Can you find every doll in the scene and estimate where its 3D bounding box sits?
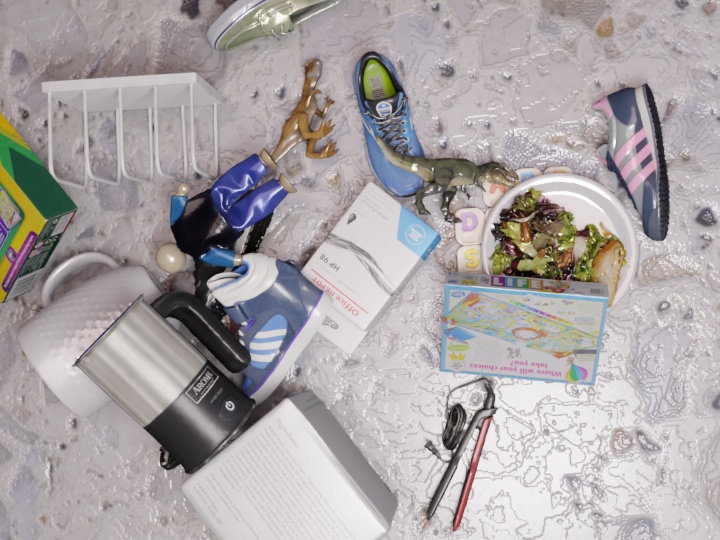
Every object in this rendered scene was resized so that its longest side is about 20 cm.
[{"bbox_3d":[-0.177,-0.063,1.334,0.200,0.048,0.137,-37,90,3],"label":"doll"}]

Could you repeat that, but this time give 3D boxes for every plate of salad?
[{"bbox_3d":[0.253,-0.025,1.334,0.199,0.048,0.201,0,89,6],"label":"plate of salad"}]

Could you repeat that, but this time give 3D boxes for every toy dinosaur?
[{"bbox_3d":[-0.086,-0.181,1.399,0.106,0.060,0.200,28,84,31],"label":"toy dinosaur"},{"bbox_3d":[0.103,-0.110,1.341,0.199,0.047,0.088,9,86,-22],"label":"toy dinosaur"}]

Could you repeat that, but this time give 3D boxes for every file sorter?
[{"bbox_3d":[-0.292,-0.178,1.371,0.199,0.139,0.125,-3,88,6],"label":"file sorter"}]

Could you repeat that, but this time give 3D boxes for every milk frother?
[{"bbox_3d":[-0.248,0.145,1.267,0.188,0.181,0.200,45,116,-8],"label":"milk frother"}]

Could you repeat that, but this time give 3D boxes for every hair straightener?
[{"bbox_3d":[0.120,0.228,1.348,0.077,0.041,0.201,18,94,7],"label":"hair straightener"}]

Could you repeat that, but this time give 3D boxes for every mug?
[{"bbox_3d":[-0.339,0.061,1.365,0.175,0.148,0.200,-37,64,-4],"label":"mug"}]

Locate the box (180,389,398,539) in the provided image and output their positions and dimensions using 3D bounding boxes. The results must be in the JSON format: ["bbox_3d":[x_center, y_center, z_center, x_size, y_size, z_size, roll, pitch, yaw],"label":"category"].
[{"bbox_3d":[-0.079,0.277,1.288,0.171,0.199,0.200,-38,84,2],"label":"box"}]

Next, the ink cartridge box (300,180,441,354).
[{"bbox_3d":[0.000,0.000,1.363,0.116,0.067,0.200,37,91,7],"label":"ink cartridge box"}]

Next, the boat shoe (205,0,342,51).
[{"bbox_3d":[-0.110,-0.344,1.395,0.200,0.072,0.062,-32,81,0],"label":"boat shoe"}]

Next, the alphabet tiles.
[{"bbox_3d":[0.224,-0.037,1.369,0.199,0.015,0.196,-3,86,6],"label":"alphabet tiles"}]

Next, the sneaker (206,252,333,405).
[{"bbox_3d":[-0.141,0.066,1.333,0.146,0.081,0.200,33,118,-9],"label":"sneaker"}]

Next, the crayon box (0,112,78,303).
[{"bbox_3d":[-0.471,-0.082,1.368,0.173,0.058,0.200,51,133,7],"label":"crayon box"}]

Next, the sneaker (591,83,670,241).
[{"bbox_3d":[0.347,-0.133,1.346,0.082,0.070,0.201,-9,86,27],"label":"sneaker"}]

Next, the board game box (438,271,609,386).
[{"bbox_3d":[0.202,0.074,1.321,0.199,0.034,0.135,5,121,6],"label":"board game box"}]

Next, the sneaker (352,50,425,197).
[{"bbox_3d":[0.032,-0.190,1.361,0.078,0.089,0.200,-19,87,5],"label":"sneaker"}]

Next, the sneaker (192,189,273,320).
[{"bbox_3d":[-0.193,-0.020,1.390,0.087,0.076,0.200,22,81,13],"label":"sneaker"}]
